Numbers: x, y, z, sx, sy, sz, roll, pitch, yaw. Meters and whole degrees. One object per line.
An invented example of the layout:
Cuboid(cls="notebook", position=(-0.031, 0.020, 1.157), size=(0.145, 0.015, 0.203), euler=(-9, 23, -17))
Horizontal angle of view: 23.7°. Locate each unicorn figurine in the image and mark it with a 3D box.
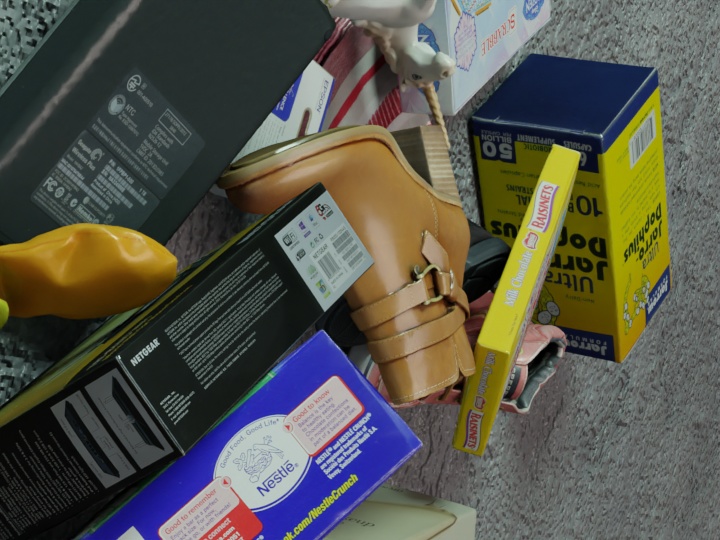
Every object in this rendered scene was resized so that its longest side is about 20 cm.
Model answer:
Cuboid(cls="unicorn figurine", position=(0.013, -0.161, 0.997), size=(0.199, 0.137, 0.075), euler=(21, 62, -27))

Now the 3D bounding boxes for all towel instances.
Cuboid(cls="towel", position=(0.005, -0.072, 1.117), size=(0.145, 0.023, 0.201), euler=(-56, 143, -33))

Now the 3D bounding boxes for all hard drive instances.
Cuboid(cls="hard drive", position=(-0.104, -0.085, 0.843), size=(0.201, 0.033, 0.140), euler=(-52, 147, -6))

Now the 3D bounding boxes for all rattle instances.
Cuboid(cls="rattle", position=(-0.170, 0.058, 0.699), size=(0.200, 0.141, 0.131), euler=(-81, -169, -64))

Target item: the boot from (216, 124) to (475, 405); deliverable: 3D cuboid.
Cuboid(cls="boot", position=(0.000, 0.000, 0.971), size=(0.199, 0.076, 0.157), euler=(-8, 89, -60))

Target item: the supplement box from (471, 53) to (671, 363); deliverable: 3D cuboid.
Cuboid(cls="supplement box", position=(0.165, -0.048, 1.309), size=(0.110, 0.108, 0.202), euler=(-47, 137, -43))

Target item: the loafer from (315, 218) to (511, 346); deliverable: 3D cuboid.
Cuboid(cls="loafer", position=(0.022, -0.001, 1.114), size=(0.199, 0.063, 0.072), euler=(-13, 144, -52))

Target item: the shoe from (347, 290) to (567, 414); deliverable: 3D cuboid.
Cuboid(cls="shoe", position=(0.069, 0.063, 1.188), size=(0.200, 0.090, 0.072), euler=(-22, 131, -57))

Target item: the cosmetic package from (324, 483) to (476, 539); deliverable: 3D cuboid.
Cuboid(cls="cosmetic package", position=(-0.017, 0.194, 1.084), size=(0.199, 0.103, 0.074), euler=(-12, 109, -59))

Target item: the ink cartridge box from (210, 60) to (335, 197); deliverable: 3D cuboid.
Cuboid(cls="ink cartridge box", position=(-0.083, -0.102, 0.942), size=(0.200, 0.037, 0.096), euler=(32, 72, -56))

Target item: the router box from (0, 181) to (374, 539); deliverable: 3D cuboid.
Cuboid(cls="router box", position=(-0.100, 0.047, 0.804), size=(0.052, 0.157, 0.200), euler=(55, 33, -7))

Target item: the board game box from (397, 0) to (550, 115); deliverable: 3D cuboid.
Cuboid(cls="board game box", position=(0.072, -0.232, 1.134), size=(0.200, 0.041, 0.202), euler=(-45, 135, -54))

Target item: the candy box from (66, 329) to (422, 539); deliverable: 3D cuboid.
Cuboid(cls="candy box", position=(-0.074, 0.121, 0.830), size=(0.169, 0.077, 0.200), euler=(-40, 178, -18))

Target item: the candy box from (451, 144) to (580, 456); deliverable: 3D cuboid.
Cuboid(cls="candy box", position=(0.104, 0.017, 1.132), size=(0.103, 0.026, 0.201), euler=(96, 14, -45))
